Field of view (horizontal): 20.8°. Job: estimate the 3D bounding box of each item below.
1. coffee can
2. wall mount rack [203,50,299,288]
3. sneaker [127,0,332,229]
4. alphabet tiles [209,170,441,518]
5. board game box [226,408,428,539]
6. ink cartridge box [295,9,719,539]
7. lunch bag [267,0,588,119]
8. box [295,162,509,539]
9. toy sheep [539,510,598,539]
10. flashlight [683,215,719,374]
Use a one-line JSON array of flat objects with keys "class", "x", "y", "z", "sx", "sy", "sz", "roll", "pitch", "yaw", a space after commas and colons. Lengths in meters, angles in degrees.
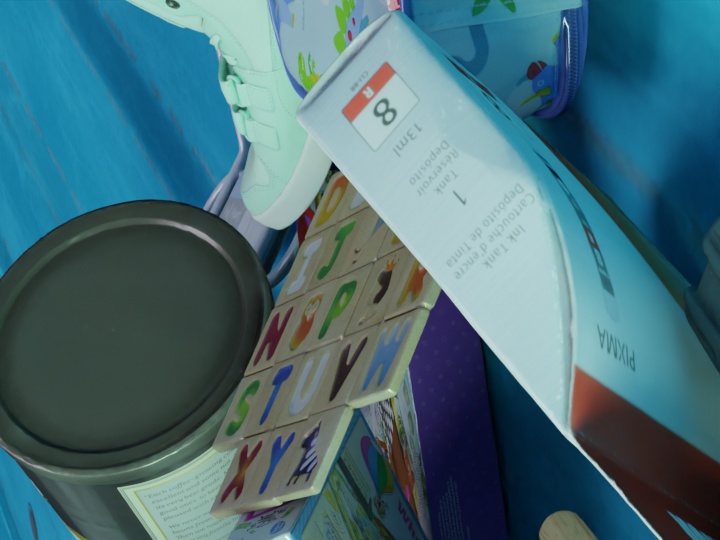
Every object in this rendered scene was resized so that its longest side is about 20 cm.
[{"class": "coffee can", "x": -0.088, "y": 0.083, "z": 0.969, "sx": 0.201, "sy": 0.145, "sz": 0.147, "roll": 67, "pitch": 178, "yaw": -53}, {"class": "wall mount rack", "x": -0.074, "y": -0.063, "z": 1.072, "sx": 0.175, "sy": 0.074, "sz": 0.200, "roll": -66, "pitch": 20, "yaw": -4}, {"class": "sneaker", "x": -0.056, "y": -0.104, "z": 0.836, "sx": 0.201, "sy": 0.117, "sz": 0.074, "roll": 109, "pitch": 172, "yaw": -48}, {"class": "alphabet tiles", "x": 0.000, "y": 0.000, "z": 0.753, "sx": 0.166, "sy": 0.006, "sz": 0.201, "roll": -25, "pitch": 38, "yaw": 63}, {"class": "board game box", "x": 0.017, "y": 0.167, "z": 0.777, "sx": 0.201, "sy": 0.034, "sz": 0.135, "roll": 63, "pitch": -163, "yaw": -10}, {"class": "ink cartridge box", "x": 0.084, "y": 0.027, "z": 0.549, "sx": 0.200, "sy": 0.050, "sz": 0.162, "roll": 47, "pitch": -172, "yaw": 34}, {"class": "lunch bag", "x": 0.012, "y": -0.153, "z": 0.667, "sx": 0.161, "sy": 0.082, "sz": 0.202, "roll": -151, "pitch": 52, "yaw": -64}, {"class": "box", "x": 0.017, "y": 0.048, "z": 0.896, "sx": 0.137, "sy": 0.039, "sz": 0.202, "roll": -165, "pitch": 65, "yaw": -70}, {"class": "toy sheep", "x": 0.086, "y": 0.146, "z": 0.580, "sx": 0.200, "sy": 0.138, "sz": 0.138, "roll": 45, "pitch": 179, "yaw": -29}, {"class": "flashlight", "x": 0.144, "y": 0.051, "z": 0.478, "sx": 0.068, "sy": 0.068, "sz": 0.201, "roll": 44, "pitch": -166, "yaw": -40}]
